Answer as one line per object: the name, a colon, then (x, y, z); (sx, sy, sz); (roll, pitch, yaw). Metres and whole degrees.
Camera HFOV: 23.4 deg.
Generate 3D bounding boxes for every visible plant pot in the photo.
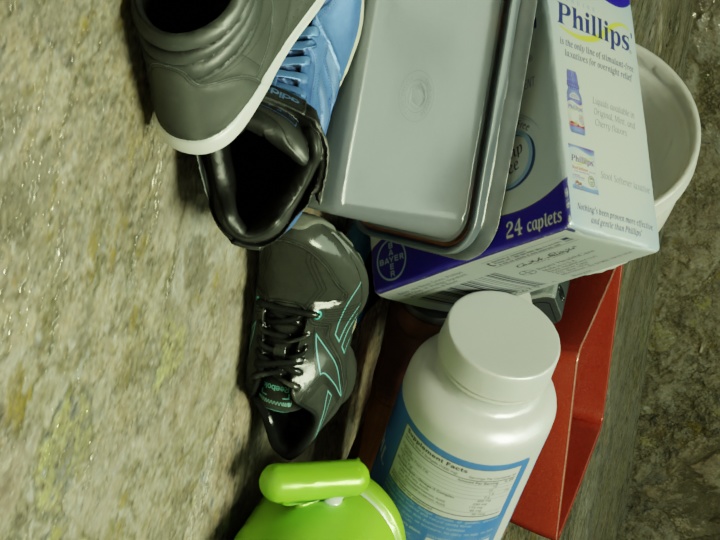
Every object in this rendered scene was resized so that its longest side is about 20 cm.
plant pot: (0.127, 0.093, 1.585); (0.200, 0.174, 0.202); (-54, 151, -56)

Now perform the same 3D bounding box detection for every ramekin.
ramekin: (0.172, -0.090, 1.427); (0.105, 0.198, 0.201); (94, 15, -55)

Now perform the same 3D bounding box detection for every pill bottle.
pill bottle: (0.076, 0.112, 1.244); (0.113, 0.111, 0.201); (-61, 172, -48)

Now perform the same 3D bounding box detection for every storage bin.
storage bin: (0.007, -0.118, 1.118); (0.134, 0.145, 0.202); (5, 98, -47)

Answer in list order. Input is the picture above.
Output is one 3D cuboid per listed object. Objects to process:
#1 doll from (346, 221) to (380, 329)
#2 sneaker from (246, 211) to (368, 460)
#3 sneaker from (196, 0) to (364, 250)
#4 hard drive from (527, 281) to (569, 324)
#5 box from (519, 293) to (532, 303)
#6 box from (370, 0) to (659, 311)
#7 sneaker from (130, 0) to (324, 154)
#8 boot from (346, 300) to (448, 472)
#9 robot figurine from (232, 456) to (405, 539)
doll: (0.000, 0.000, 1.294); (0.200, 0.048, 0.138); (-50, 160, -61)
sneaker: (-0.038, 0.045, 1.149); (0.201, 0.075, 0.080); (84, 25, -46)
sneaker: (-0.043, -0.110, 0.984); (0.111, 0.076, 0.202); (-91, -164, -79)
hard drive: (0.120, -0.010, 1.517); (0.033, 0.138, 0.201); (65, 25, -26)
box: (0.072, 0.086, 1.438); (0.200, 0.038, 0.042); (-52, -151, 32)
box: (0.097, -0.092, 1.207); (0.104, 0.183, 0.202); (12, 67, -43)
sneaker: (-0.059, -0.168, 0.918); (0.099, 0.070, 0.201); (82, 28, -63)
boot: (0.019, 0.097, 1.353); (0.188, 0.068, 0.201); (-103, -142, -82)
robot figurine: (-0.036, 0.212, 1.197); (0.200, 0.115, 0.177); (-53, 157, -58)
